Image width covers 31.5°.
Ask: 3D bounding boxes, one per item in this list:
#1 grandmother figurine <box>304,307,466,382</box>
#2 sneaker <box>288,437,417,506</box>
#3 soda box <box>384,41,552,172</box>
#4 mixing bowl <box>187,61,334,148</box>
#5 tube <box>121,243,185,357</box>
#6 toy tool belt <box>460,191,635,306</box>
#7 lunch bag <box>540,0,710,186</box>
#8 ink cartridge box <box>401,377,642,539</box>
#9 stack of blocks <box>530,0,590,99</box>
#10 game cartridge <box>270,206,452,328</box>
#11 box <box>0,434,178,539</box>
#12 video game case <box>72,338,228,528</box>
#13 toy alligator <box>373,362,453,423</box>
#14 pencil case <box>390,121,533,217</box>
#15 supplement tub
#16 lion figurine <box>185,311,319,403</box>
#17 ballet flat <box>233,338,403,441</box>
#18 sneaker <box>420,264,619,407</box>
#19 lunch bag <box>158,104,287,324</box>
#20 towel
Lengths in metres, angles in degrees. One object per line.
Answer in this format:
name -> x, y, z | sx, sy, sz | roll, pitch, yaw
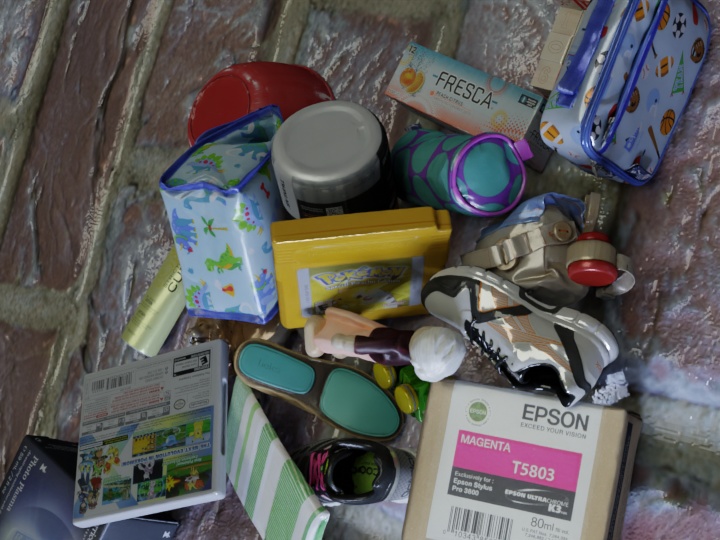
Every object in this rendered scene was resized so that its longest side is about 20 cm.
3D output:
grandmother figurine -> 0.024, 0.072, 1.256 | 0.199, 0.120, 0.062 | 3, 96, 50
sneaker -> -0.021, 0.211, 1.348 | 0.198, 0.087, 0.075 | -4, 74, 39
soda box -> 0.122, -0.178, 1.372 | 0.199, 0.063, 0.069 | 31, 95, 38
mixing bowl -> -0.136, -0.173, 1.539 | 0.198, 0.108, 0.203 | -12, 69, 33
tube -> -0.230, 0.009, 1.596 | 0.058, 0.052, 0.202 | 31, 92, -2
toy tool belt -> 0.179, -0.030, 1.234 | 0.200, 0.123, 0.125 | -30, 49, 59
lunch bag -> 0.251, -0.183, 1.213 | 0.075, 0.160, 0.202 | 20, 88, 39
ink cartridge box -> 0.151, 0.198, 1.206 | 0.197, 0.075, 0.167 | 7, 82, 25
stack of blocks -> 0.241, -0.263, 1.275 | 0.058, 0.115, 0.202 | 21, 90, 39
game cartridge -> 0.000, 0.000, 1.285 | 0.174, 0.201, 0.033 | -6, 66, -3
box -> -0.356, 0.338, 1.545 | 0.197, 0.123, 0.202 | 29, 95, 37
video game case -> -0.237, 0.185, 1.443 | 0.198, 0.022, 0.185 | -15, 59, 24
toy alligator -> 0.040, 0.105, 1.360 | 0.200, 0.059, 0.055 | 47, 146, 36
pencil case -> 0.096, -0.104, 1.301 | 0.092, 0.086, 0.200 | -30, 16, -12
supplement tub -> -0.020, -0.068, 1.347 | 0.121, 0.201, 0.124 | -5, 48, 6
lion figurine -> -0.107, 0.073, 1.478 | 0.198, 0.073, 0.124 | -26, 54, 13
ballet flat -> -0.043, 0.126, 1.389 | 0.198, 0.063, 0.069 | 26, 82, 3
sneaker -> 0.137, 0.059, 1.191 | 0.198, 0.074, 0.080 | 21, 62, 28
lunch bag -> -0.124, -0.067, 1.407 | 0.126, 0.200, 0.172 | 7, 124, 23
towel -> -0.098, 0.235, 1.396 | 0.201, 0.023, 0.154 | 55, 145, 35
